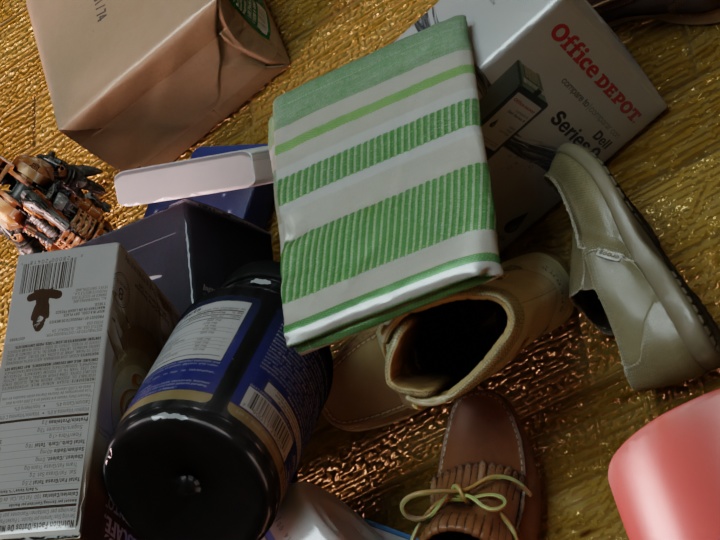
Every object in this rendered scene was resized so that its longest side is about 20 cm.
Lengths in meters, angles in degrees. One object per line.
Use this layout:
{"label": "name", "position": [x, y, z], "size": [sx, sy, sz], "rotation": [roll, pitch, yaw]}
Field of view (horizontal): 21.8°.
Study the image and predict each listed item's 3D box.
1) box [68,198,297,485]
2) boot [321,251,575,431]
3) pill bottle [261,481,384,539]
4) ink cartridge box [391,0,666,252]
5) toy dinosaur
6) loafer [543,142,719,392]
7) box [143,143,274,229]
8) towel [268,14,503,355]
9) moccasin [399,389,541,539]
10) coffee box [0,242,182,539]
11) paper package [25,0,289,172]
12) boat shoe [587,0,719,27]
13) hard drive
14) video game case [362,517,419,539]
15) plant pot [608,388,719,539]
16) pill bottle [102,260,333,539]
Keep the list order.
{"label": "box", "position": [-0.139, 0.071, 1.350], "size": [0.147, 0.104, 0.202], "rotation": [-19, 67, 31]}
{"label": "boot", "position": [0.035, 0.057, 1.201], "size": [0.199, 0.155, 0.073], "rotation": [-26, 89, 22]}
{"label": "pill bottle", "position": [-0.065, 0.241, 1.175], "size": [0.200, 0.112, 0.112], "rotation": [-48, 43, 5]}
{"label": "ink cartridge box", "position": [0.085, -0.105, 1.265], "size": [0.200, 0.146, 0.084], "rotation": [-41, 44, 13]}
{"label": "toy dinosaur", "position": [-0.267, -0.062, 1.548], "size": [0.102, 0.136, 0.201], "rotation": [-34, 87, -1]}
{"label": "loafer", "position": [0.159, -0.003, 1.187], "size": [0.067, 0.076, 0.201], "rotation": [-36, 45, 9]}
{"label": "box", "position": [-0.131, -0.017, 1.484], "size": [0.120, 0.032, 0.202], "rotation": [0, 63, 41]}
{"label": "towel", "position": [0.012, -0.055, 1.169], "size": [0.151, 0.023, 0.202], "rotation": [-22, 50, 20]}
{"label": "moccasin", "position": [0.066, 0.167, 1.150], "size": [0.073, 0.078, 0.203], "rotation": [2, 64, 23]}
{"label": "coffee box", "position": [-0.176, 0.100, 1.200], "size": [0.079, 0.115, 0.202], "rotation": [-7, 61, 18]}
{"label": "paper package", "position": [-0.177, -0.208, 1.593], "size": [0.190, 0.103, 0.201], "rotation": [-38, 44, 17]}
{"label": "boat shoe", "position": [0.176, -0.210, 1.310], "size": [0.199, 0.070, 0.071], "rotation": [-2, 63, 42]}
{"label": "hard drive", "position": [-0.063, -0.078, 1.354], "size": [0.131, 0.199, 0.027], "rotation": [-7, 95, 38]}
{"label": "video game case", "position": [-0.025, 0.260, 1.225], "size": [0.142, 0.018, 0.201], "rotation": [13, 73, 44]}
{"label": "plant pot", "position": [0.239, 0.164, 0.941], "size": [0.199, 0.200, 0.179], "rotation": [-25, 58, 27]}
{"label": "pill bottle", "position": [-0.080, 0.080, 1.188], "size": [0.111, 0.112, 0.200], "rotation": [-25, 21, 27]}
